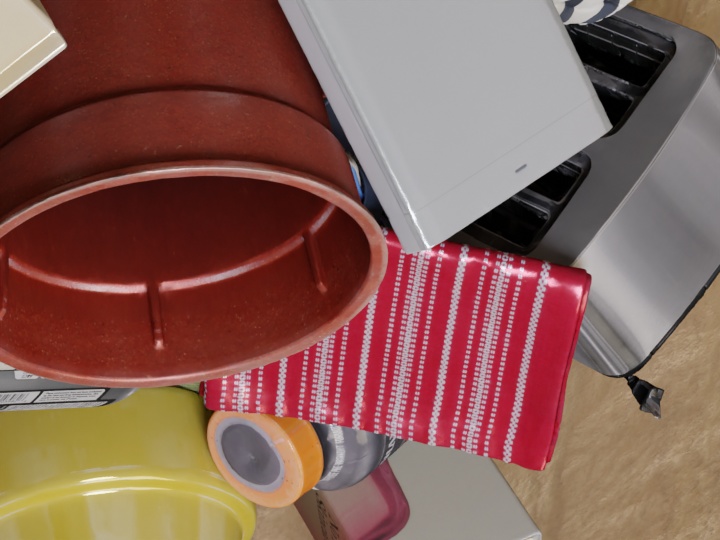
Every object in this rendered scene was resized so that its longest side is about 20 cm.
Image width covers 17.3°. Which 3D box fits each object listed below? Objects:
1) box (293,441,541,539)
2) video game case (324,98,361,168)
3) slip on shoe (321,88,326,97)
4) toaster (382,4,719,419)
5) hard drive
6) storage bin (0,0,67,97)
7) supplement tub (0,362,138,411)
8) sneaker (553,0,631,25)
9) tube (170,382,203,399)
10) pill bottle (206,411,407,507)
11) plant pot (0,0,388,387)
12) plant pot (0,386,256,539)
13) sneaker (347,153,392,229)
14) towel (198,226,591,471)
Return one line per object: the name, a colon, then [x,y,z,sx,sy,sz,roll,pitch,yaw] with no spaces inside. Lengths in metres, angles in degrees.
box: [0.025,0.150,1.547,0.109,0.200,0.128,-25,146,-11]
video game case: [-0.054,-0.024,1.428,0.200,0.019,0.143,-40,146,9]
slip on shoe: [-0.054,-0.107,1.255,0.200,0.061,0.074,-26,144,26]
toaster: [0.128,-0.050,1.349,0.181,0.200,0.119,-54,136,-7]
hard drive: [0.027,-0.126,1.102,0.132,0.200,0.026,-33,-168,-33]
storage bin: [-0.254,-0.122,0.975,0.199,0.200,0.094,-36,149,5]
supplement tub: [-0.187,0.015,1.272,0.200,0.123,0.123,-1,135,-40]
sneaker: [0.131,-0.184,1.211,0.199,0.080,0.130,-17,172,-45]
tube: [-0.099,0.058,1.443,0.058,0.052,0.200,17,145,6]
pill bottle: [-0.006,0.063,1.435,0.200,0.106,0.106,-38,157,-42]
plant pot: [-0.100,-0.076,1.130,0.201,0.195,0.201,-7,151,-4]
plant pot: [-0.154,0.195,1.424,0.201,0.189,0.201,-9,152,-5]
sneaker: [0.000,0.000,1.294,0.081,0.200,0.146,-49,165,-9]
towel: [0.016,0.038,1.275,0.200,0.022,0.145,11,129,0]
